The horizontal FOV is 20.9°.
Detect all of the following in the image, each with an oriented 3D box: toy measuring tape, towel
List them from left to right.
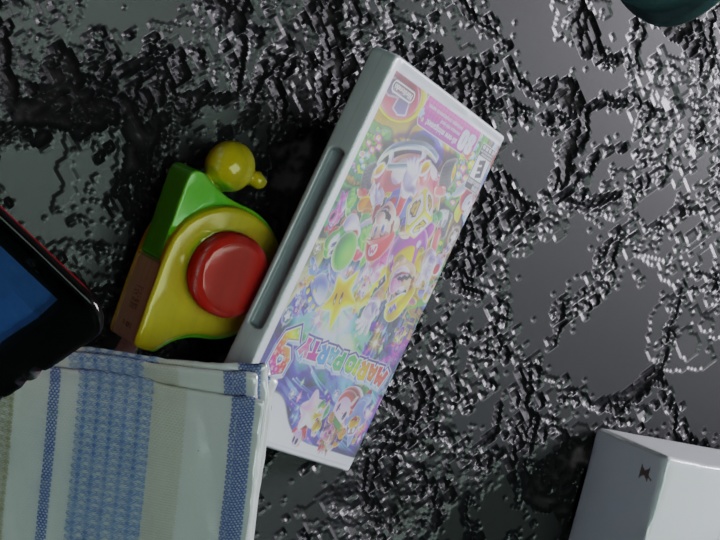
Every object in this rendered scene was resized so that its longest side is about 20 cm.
[{"bbox_3d":[-0.144,0.104,0.930,0.198,0.024,0.148,7,100,3],"label":"towel"},{"bbox_3d":[-0.087,0.034,0.970,0.073,0.073,0.201,18,93,-30],"label":"toy measuring tape"}]

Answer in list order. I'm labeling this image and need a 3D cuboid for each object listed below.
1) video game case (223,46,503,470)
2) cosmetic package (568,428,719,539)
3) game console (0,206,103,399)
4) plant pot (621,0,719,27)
[{"bbox_3d":[0.000,0.000,0.998,0.143,0.018,0.201,27,89,-61],"label":"video game case"},{"bbox_3d":[0.225,0.164,1.164,0.199,0.071,0.102,13,95,-31],"label":"cosmetic package"},{"bbox_3d":[-0.241,0.013,0.829,0.200,0.119,0.173,44,80,-13],"label":"game console"},{"bbox_3d":[0.088,-0.238,0.937,0.195,0.200,0.202,11,96,-22],"label":"plant pot"}]
